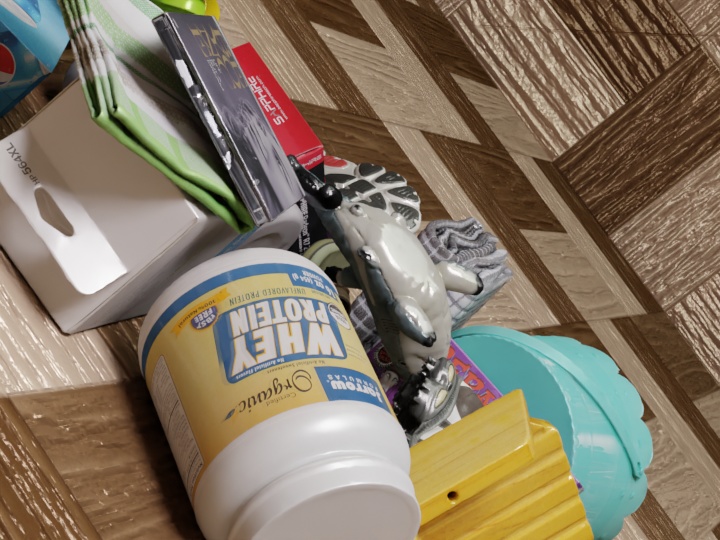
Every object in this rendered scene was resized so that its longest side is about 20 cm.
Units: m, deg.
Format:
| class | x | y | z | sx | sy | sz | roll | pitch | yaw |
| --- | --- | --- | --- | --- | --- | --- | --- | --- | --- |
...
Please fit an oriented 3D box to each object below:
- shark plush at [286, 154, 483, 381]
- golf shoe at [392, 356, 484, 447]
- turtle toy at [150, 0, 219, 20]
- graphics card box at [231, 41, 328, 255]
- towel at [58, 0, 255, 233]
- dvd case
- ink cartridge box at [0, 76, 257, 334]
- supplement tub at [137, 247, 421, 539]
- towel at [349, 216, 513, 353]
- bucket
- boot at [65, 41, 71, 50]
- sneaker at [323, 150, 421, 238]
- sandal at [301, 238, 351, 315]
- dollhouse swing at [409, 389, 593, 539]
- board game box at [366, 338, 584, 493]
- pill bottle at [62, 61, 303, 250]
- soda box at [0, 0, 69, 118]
| class | x | y | z | sx | sy | sz | roll | pitch | yaw |
| --- | --- | --- | --- | --- | --- | --- | --- | --- | --- |
| shark plush | 0.000 | 0.000 | 1.447 | 0.200 | 0.083 | 0.091 | 42 | 47 | -13 |
| golf shoe | 0.049 | 0.157 | 1.382 | 0.094 | 0.078 | 0.200 | 39 | 51 | -11 |
| turtle toy | -0.157 | -0.248 | 1.450 | 0.199 | 0.102 | 0.146 | 18 | -1 | 26 |
| graphics card box | -0.077 | -0.081 | 1.572 | 0.126 | 0.051 | 0.200 | 54 | -18 | 28 |
| towel | -0.135 | -0.126 | 1.244 | 0.149 | 0.031 | 0.200 | 37 | 21 | -40 |
| dvd case | -0.086 | -0.107 | 1.289 | 0.149 | 0.016 | 0.200 | 63 | 7 | -4 |
| ink cartridge box | -0.163 | -0.050 | 1.283 | 0.129 | 0.125 | 0.200 | 52 | 15 | 5 |
| supplement tub | -0.053 | 0.100 | 1.220 | 0.145 | 0.144 | 0.200 | 34 | 22 | -48 |
| towel | 0.045 | 0.030 | 1.643 | 0.086 | 0.166 | 0.200 | 46 | 14 | 5 |
| bucket | 0.125 | 0.144 | 1.556 | 0.135 | 0.207 | 0.208 | 13 | 41 | -60 |
| boot | -0.276 | -0.271 | 1.599 | 0.200 | 0.077 | 0.155 | 45 | 11 | 3 |
| sneaker | -0.020 | -0.053 | 1.686 | 0.200 | 0.080 | 0.084 | 25 | -52 | 45 |
| sandal | -0.041 | 0.037 | 1.525 | 0.057 | 0.080 | 0.201 | 25 | 24 | 4 |
| dollhouse swing | 0.109 | 0.227 | 1.272 | 0.176 | 0.181 | 0.201 | 38 | -28 | 60 |
| board game box | 0.067 | 0.137 | 1.477 | 0.200 | 0.120 | 0.032 | 48 | -5 | 27 |
| pill bottle | -0.141 | -0.087 | 1.459 | 0.200 | 0.113 | 0.113 | 55 | 15 | 15 |
| soda box | -0.262 | -0.182 | 1.421 | 0.068 | 0.064 | 0.200 | 47 | 15 | -17 |
